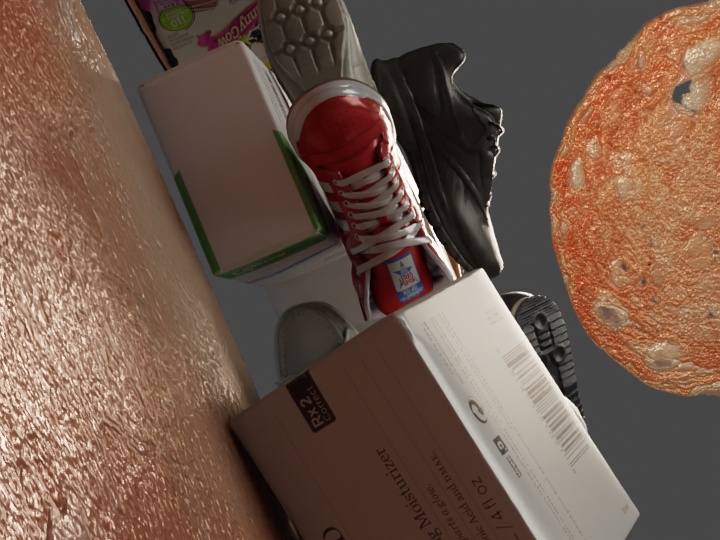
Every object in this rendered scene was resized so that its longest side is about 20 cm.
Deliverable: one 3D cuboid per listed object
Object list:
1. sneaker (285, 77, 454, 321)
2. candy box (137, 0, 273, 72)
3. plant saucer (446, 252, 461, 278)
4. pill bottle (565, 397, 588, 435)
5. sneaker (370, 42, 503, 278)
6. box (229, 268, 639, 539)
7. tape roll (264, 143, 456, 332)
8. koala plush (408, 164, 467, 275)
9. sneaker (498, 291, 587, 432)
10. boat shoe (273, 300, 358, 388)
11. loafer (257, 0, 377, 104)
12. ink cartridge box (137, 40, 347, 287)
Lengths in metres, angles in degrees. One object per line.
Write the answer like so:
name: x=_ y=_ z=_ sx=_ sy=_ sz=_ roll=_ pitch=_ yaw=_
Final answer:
sneaker: x=0.009 y=-0.039 z=1.250 sx=0.200 sy=0.071 sz=0.113 roll=64 pitch=4 yaw=-60
candy box: x=-0.112 y=-0.240 z=1.483 sx=0.061 sy=0.136 sz=0.200 roll=-104 pitch=169 yaw=-54
plant saucer: x=0.078 y=0.052 z=1.726 sx=0.200 sy=0.037 sz=0.201 roll=170 pitch=-90 yaw=-89
pill bottle: x=0.069 y=0.132 z=1.407 sx=0.200 sy=0.112 sz=0.112 roll=13 pitch=42 yaw=-37
sneaker: x=0.080 y=-0.088 z=1.481 sx=0.076 sy=0.091 sz=0.200 roll=-104 pitch=171 yaw=-75
box: x=0.052 y=0.124 z=1.146 sx=0.199 sy=0.131 sz=0.200 roll=57 pitch=20 yaw=3
tape roll: x=0.000 y=0.000 z=1.549 sx=0.203 sy=0.139 sz=0.203 roll=-24 pitch=90 yaw=-86
koala plush: x=0.056 y=0.019 z=1.937 sx=0.184 sy=0.177 sz=0.200 roll=-121 pitch=-167 yaw=-47
sneaker: x=0.143 y=0.114 z=1.608 sx=0.082 sy=0.070 sz=0.200 roll=8 pitch=-72 yaw=54
boat shoe: x=-0.012 y=0.112 z=1.279 sx=0.065 sy=0.074 sz=0.202 roll=66 pitch=8 yaw=-74
loafer: x=-0.026 y=-0.140 z=1.375 sx=0.070 sy=0.070 sz=0.200 roll=124 pitch=-52 yaw=-89
ink cartridge box: x=-0.078 y=-0.070 z=1.344 sx=0.200 sy=0.084 sz=0.145 roll=25 pitch=42 yaw=-83
